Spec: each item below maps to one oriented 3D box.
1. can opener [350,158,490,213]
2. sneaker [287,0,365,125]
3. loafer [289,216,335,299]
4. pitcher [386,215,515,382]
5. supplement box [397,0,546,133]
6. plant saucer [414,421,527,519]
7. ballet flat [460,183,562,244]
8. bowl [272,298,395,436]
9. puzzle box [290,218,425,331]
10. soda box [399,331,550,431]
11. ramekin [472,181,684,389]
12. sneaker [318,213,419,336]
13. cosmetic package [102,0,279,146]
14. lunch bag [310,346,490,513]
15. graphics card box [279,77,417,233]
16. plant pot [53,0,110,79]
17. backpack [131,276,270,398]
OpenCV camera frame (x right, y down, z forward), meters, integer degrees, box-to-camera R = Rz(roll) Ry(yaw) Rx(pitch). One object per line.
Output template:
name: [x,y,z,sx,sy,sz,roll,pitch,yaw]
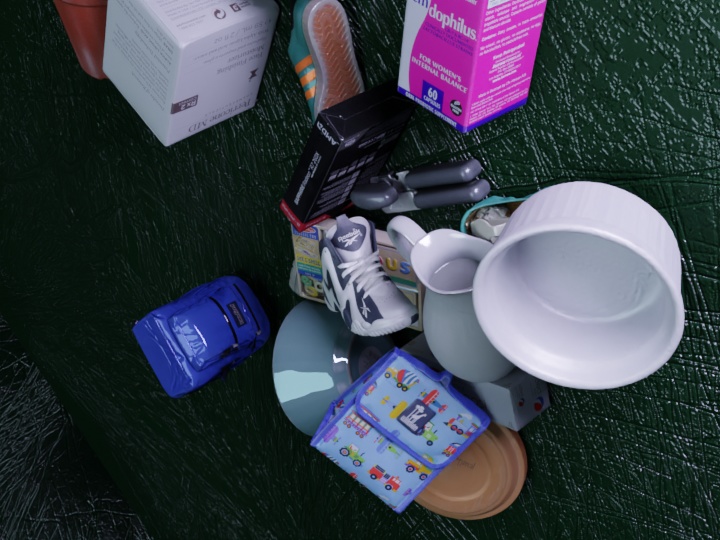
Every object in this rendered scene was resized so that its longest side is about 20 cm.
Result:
can opener: [0.071,-0.094,1.169,0.199,0.066,0.053,-5,119,50]
sneaker: [-0.046,-0.250,1.208,0.080,0.071,0.201,42,147,49]
loafer: [-0.055,-0.035,1.393,0.069,0.070,0.201,27,137,16]
pitcher: [0.110,0.030,1.128,0.171,0.121,0.200,40,165,40]
supplement box: [0.112,-0.254,0.944,0.101,0.103,0.201,38,140,32]
plant saucer: [0.125,0.256,1.312,0.199,0.032,0.202,9,119,17]
ballet flat: [0.180,-0.049,1.039,0.199,0.070,0.068,-4,112,55]
bowl: [-0.019,0.134,1.374,0.104,0.201,0.202,-9,109,40]
puzzle box: [0.000,0.000,1.316,0.199,0.025,0.134,14,129,25]
soda box: [0.143,0.134,1.240,0.199,0.068,0.064,16,128,49]
ramekin: [0.217,0.011,0.948,0.199,0.098,0.202,13,132,15]
sneaker: [0.000,-0.002,1.208,0.199,0.079,0.131,-142,35,-66]
cosmetic package: [-0.237,-0.315,1.325,0.165,0.164,0.200,49,148,16]
lunch bag: [0.058,0.186,1.224,0.150,0.094,0.200,38,124,-5]
graphics card box: [-0.019,-0.139,1.196,0.051,0.125,0.200,52,148,13]
plant pot: [-0.365,-0.401,1.430,0.201,0.200,0.196,40,151,29]
backpack: [-0.251,0.105,1.653,0.167,0.199,0.163,-22,95,48]
